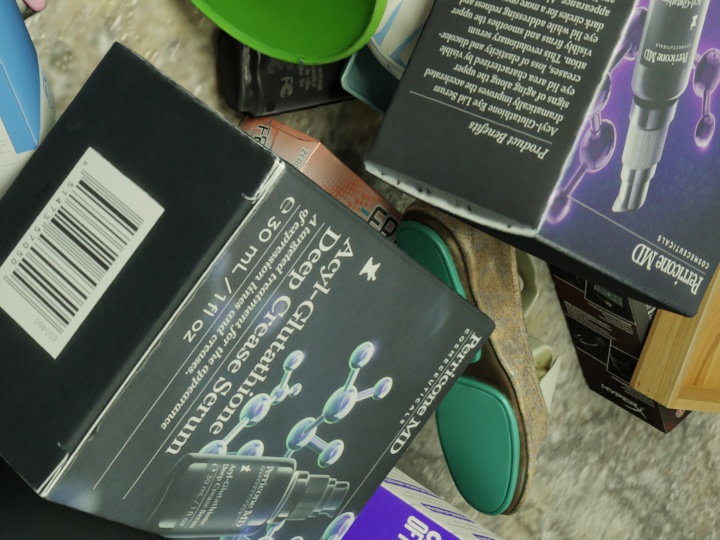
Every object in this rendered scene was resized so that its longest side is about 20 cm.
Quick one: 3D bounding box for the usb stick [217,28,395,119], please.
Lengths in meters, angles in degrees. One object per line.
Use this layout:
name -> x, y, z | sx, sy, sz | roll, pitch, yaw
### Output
usb stick -> 0.017, -0.119, 0.808 | 0.199, 0.033, 0.056 | -16, 116, -34

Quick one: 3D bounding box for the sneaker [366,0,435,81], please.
sneaker -> 0.078, -0.165, 0.757 | 0.072, 0.072, 0.200 | 43, 77, -16

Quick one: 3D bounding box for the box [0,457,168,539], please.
box -> -0.088, 0.180, 0.772 | 0.200, 0.148, 0.107 | 38, 84, -43

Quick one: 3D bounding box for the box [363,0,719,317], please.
box -> 0.115, -0.099, 0.698 | 0.148, 0.104, 0.201 | 20, 94, -49

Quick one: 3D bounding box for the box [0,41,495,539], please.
box -> -0.059, 0.027, 0.656 | 0.149, 0.107, 0.200 | -54, 147, 1

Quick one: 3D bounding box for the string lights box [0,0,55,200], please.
string lights box -> -0.186, -0.104, 0.567 | 0.102, 0.059, 0.200 | -11, 140, 0

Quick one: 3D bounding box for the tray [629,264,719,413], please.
tray -> 0.233, -0.015, 0.929 | 0.098, 0.037, 0.201 | 9, 104, -41

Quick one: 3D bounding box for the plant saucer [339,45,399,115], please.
plant saucer -> 0.050, -0.164, 0.794 | 0.070, 0.019, 0.201 | 31, 77, -33

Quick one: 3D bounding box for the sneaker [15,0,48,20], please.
sneaker -> -0.204, -0.153, 0.598 | 0.095, 0.079, 0.200 | -38, 132, 9

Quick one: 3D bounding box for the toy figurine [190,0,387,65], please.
toy figurine -> -0.010, -0.224, 0.700 | 0.184, 0.150, 0.200 | -45, 108, -31

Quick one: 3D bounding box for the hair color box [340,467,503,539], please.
hair color box -> 0.002, 0.128, 0.780 | 0.065, 0.199, 0.109 | -60, 153, -1

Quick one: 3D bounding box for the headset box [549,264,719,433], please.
headset box -> 0.193, -0.026, 0.967 | 0.149, 0.077, 0.201 | -38, 131, -20

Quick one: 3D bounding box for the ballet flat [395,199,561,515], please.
ballet flat -> 0.072, 0.040, 0.821 | 0.067, 0.068, 0.201 | -36, 131, -31

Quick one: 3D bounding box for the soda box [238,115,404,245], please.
soda box -> 0.000, 0.000, 0.829 | 0.200, 0.063, 0.069 | 38, 84, -42
